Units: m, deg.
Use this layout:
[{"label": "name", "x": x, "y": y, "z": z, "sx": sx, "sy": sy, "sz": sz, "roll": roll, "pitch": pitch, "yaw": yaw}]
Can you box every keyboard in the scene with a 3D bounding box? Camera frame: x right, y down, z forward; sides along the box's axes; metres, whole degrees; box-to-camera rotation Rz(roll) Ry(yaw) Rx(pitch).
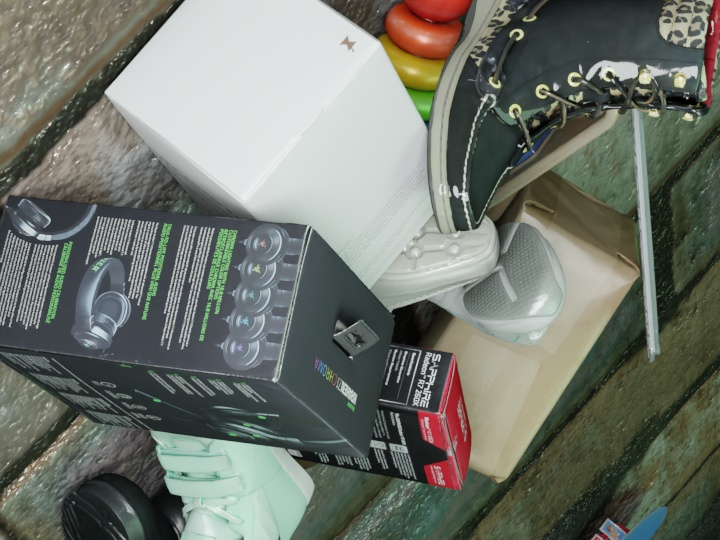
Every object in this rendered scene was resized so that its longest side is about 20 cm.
[{"label": "keyboard", "x": 0.204, "y": -0.036, "z": 1.521, "sx": 0.056, "sy": 0.011, "sz": 0.201, "roll": 36, "pitch": 50, "yaw": -75}]

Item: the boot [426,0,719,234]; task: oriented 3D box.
[{"label": "boot", "x": 0.130, "y": -0.104, "z": 1.273, "sx": 0.074, "sy": 0.153, "sz": 0.204, "roll": 73, "pitch": 29, "yaw": -50}]

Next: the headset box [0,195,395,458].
[{"label": "headset box", "x": -0.090, "y": 0.035, "z": 1.207, "sx": 0.174, "sy": 0.199, "sz": 0.093, "roll": 47, "pitch": 52, "yaw": -64}]

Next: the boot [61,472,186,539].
[{"label": "boot", "x": -0.128, "y": 0.171, "z": 1.496, "sx": 0.162, "sy": 0.073, "sz": 0.199, "roll": -38, "pitch": 154, "yaw": -29}]

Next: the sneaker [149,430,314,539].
[{"label": "sneaker", "x": -0.102, "y": 0.152, "z": 1.390, "sx": 0.200, "sy": 0.074, "sz": 0.119, "roll": 49, "pitch": 51, "yaw": -46}]

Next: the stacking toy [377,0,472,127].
[{"label": "stacking toy", "x": 0.033, "y": -0.122, "z": 1.379, "sx": 0.085, "sy": 0.085, "sz": 0.200, "roll": -20, "pitch": 137, "yaw": -49}]

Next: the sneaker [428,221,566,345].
[{"label": "sneaker", "x": 0.103, "y": 0.013, "z": 1.386, "sx": 0.071, "sy": 0.080, "sz": 0.200, "roll": -56, "pitch": -165, "yaw": -4}]

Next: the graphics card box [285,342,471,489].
[{"label": "graphics card box", "x": -0.029, "y": 0.086, "z": 1.408, "sx": 0.126, "sy": 0.199, "sz": 0.051, "roll": 73, "pitch": 29, "yaw": -60}]

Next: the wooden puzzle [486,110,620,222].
[{"label": "wooden puzzle", "x": 0.164, "y": -0.140, "z": 1.526, "sx": 0.185, "sy": 0.046, "sz": 0.200, "roll": -54, "pitch": -174, "yaw": -34}]

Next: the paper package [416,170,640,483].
[{"label": "paper package", "x": 0.121, "y": 0.035, "z": 1.629, "sx": 0.200, "sy": 0.103, "sz": 0.191, "roll": -59, "pitch": -178, "yaw": 15}]

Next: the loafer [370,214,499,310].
[{"label": "loafer", "x": 0.000, "y": 0.000, "z": 1.369, "sx": 0.070, "sy": 0.199, "sz": 0.070, "roll": 56, "pitch": 36, "yaw": -46}]

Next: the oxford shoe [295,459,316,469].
[{"label": "oxford shoe", "x": -0.041, "y": 0.102, "z": 1.539, "sx": 0.073, "sy": 0.084, "sz": 0.200, "roll": -44, "pitch": 156, "yaw": -20}]

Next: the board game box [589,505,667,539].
[{"label": "board game box", "x": 0.280, "y": 0.340, "z": 2.460, "sx": 0.200, "sy": 0.039, "sz": 0.158, "roll": -55, "pitch": 161, "yaw": 18}]

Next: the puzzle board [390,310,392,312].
[{"label": "puzzle board", "x": 0.049, "y": -0.035, "z": 1.502, "sx": 0.200, "sy": 0.017, "sz": 0.151, "roll": -56, "pitch": -174, "yaw": 8}]

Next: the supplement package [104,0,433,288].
[{"label": "supplement package", "x": -0.042, "y": -0.078, "z": 1.253, "sx": 0.121, "sy": 0.120, "sz": 0.200, "roll": -49, "pitch": 155, "yaw": -7}]
